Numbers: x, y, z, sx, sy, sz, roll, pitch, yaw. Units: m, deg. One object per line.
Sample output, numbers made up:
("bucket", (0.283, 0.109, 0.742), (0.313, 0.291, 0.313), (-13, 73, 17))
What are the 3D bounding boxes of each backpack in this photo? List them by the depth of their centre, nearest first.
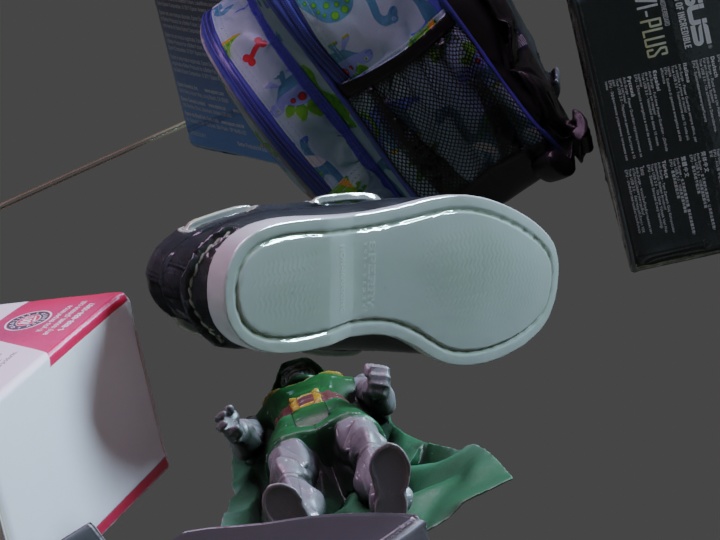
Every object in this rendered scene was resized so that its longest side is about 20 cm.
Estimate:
("backpack", (0.001, -0.120, 1.521), (0.147, 0.200, 0.183), (-33, 16, 6))

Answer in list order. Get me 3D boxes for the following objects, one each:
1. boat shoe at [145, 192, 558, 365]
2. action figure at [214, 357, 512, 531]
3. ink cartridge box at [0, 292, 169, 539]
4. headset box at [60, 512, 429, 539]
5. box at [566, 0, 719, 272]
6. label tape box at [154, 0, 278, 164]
("boat shoe", (0.000, 0.000, 1.256), (0.199, 0.076, 0.060), (6, 3, -44))
("action figure", (-0.015, 0.068, 1.159), (0.118, 0.055, 0.200), (-18, 12, -3))
("ink cartridge box", (-0.201, 0.079, 1.214), (0.199, 0.085, 0.145), (-6, 17, 22))
("headset box", (-0.033, 0.151, 0.586), (0.077, 0.201, 0.149), (-10, 15, 43))
("box", (0.141, -0.123, 1.405), (0.086, 0.201, 0.164), (-13, 15, 5))
("label tape box", (-0.068, -0.168, 1.747), (0.066, 0.201, 0.143), (-19, 16, -24))
